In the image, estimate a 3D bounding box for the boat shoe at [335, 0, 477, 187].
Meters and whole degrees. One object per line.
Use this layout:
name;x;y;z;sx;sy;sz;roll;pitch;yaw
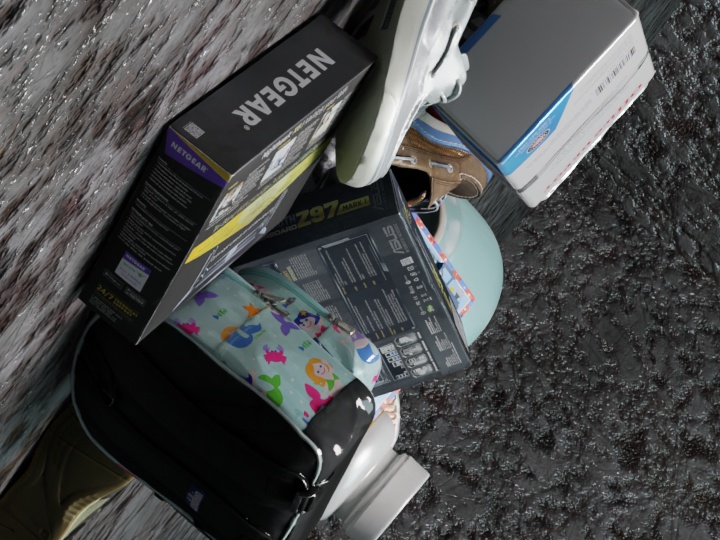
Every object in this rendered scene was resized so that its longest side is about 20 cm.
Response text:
boat shoe;0.043;-0.146;1.461;0.070;0.071;0.202;21;-88;68

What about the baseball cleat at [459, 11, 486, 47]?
baseball cleat;0.108;-0.172;1.729;0.200;0.107;0.070;-30;172;-32

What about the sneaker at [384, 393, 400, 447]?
sneaker;-0.026;0.082;2.024;0.071;0.201;0.080;-23;-178;-26

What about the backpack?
backpack;-0.095;0.085;1.495;0.151;0.199;0.178;-50;170;-44

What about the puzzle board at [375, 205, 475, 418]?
puzzle board;0.000;0.000;1.777;0.017;0.200;0.151;-4;-142;54

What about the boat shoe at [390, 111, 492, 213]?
boat shoe;0.041;-0.086;1.766;0.200;0.072;0.073;28;68;-53

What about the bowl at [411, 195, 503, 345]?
bowl;0.021;-0.020;1.900;0.201;0.200;0.105;-49;154;-19

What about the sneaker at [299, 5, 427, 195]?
sneaker;-0.011;-0.104;1.577;0.114;0.075;0.200;-46;172;-34

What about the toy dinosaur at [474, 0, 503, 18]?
toy dinosaur;0.100;-0.225;1.654;0.200;0.102;0.077;-39;165;-26

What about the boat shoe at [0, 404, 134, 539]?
boat shoe;-0.209;0.146;1.634;0.201;0.072;0.066;-48;-179;19

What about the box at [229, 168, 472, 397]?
box;-0.019;0.023;1.607;0.157;0.051;0.200;-19;139;8

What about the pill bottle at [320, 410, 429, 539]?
pill bottle;-0.043;0.137;1.825;0.113;0.200;0.113;-49;176;-5

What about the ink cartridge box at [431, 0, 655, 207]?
ink cartridge box;0.135;-0.138;1.608;0.145;0.084;0.200;-48;167;2

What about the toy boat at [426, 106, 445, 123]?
toy boat;0.107;-0.143;1.872;0.200;0.130;0.131;-32;140;-68

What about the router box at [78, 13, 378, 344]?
router box;-0.083;-0.061;1.403;0.200;0.052;0.158;-43;169;-52
